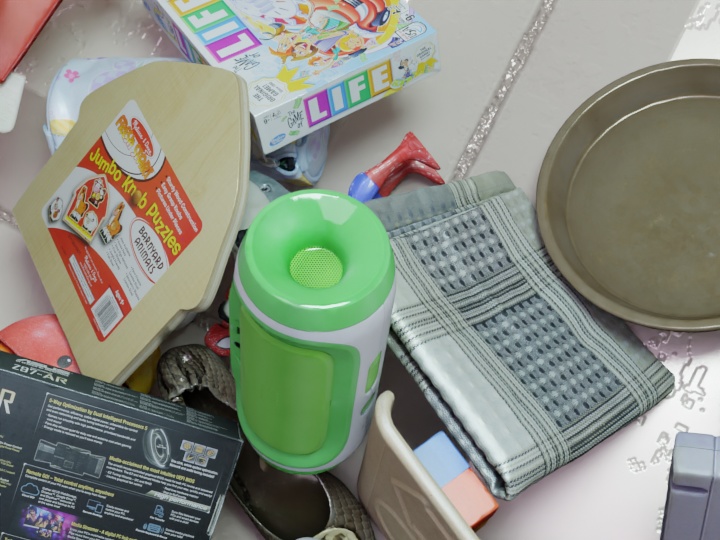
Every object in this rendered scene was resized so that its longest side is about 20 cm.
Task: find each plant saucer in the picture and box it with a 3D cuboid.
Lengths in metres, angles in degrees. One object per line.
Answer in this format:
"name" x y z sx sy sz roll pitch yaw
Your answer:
"plant saucer" 0.215 -0.048 0.809 0.200 0.029 0.200 -7 62 14

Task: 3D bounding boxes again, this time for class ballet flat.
"ballet flat" -0.065 0.130 0.824 0.067 0.046 0.200 -39 89 6

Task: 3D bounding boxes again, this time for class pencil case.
"pencil case" -0.120 -0.104 0.884 0.200 0.083 0.091 5 56 14

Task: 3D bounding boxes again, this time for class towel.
"towel" 0.090 0.024 0.774 0.200 0.192 0.035 53 134 17

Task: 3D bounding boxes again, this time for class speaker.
"speaker" -0.029 0.042 0.701 0.088 0.200 0.089 2 57 -4

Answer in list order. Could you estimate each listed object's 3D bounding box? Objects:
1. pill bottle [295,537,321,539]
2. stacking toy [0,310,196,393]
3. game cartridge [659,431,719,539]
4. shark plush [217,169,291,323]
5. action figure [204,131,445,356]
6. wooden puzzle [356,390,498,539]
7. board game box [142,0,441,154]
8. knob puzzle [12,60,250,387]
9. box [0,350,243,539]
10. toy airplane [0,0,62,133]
"pill bottle" -0.056 0.275 0.771 0.111 0.111 0.200 39 97 17
"stacking toy" -0.190 0.062 0.857 0.146 0.146 0.200 40 73 17
"game cartridge" 0.234 0.156 0.702 0.129 0.200 0.038 2 53 10
"shark plush" 0.000 0.000 0.785 0.200 0.091 0.083 17 50 12
"action figure" -0.013 0.008 0.849 0.200 0.065 0.099 -38 75 0
"wooden puzzle" 0.066 0.175 0.741 0.046 0.185 0.200 -29 72 -15
"board game box" -0.054 -0.172 0.853 0.134 0.034 0.200 -28 50 -14
"knob puzzle" -0.132 -0.046 0.801 0.219 0.030 0.220 -12 71 36
"box" -0.189 0.142 0.751 0.200 0.044 0.160 17 96 -11
"toy airplane" -0.257 -0.194 0.856 0.141 0.199 0.200 37 130 -17
